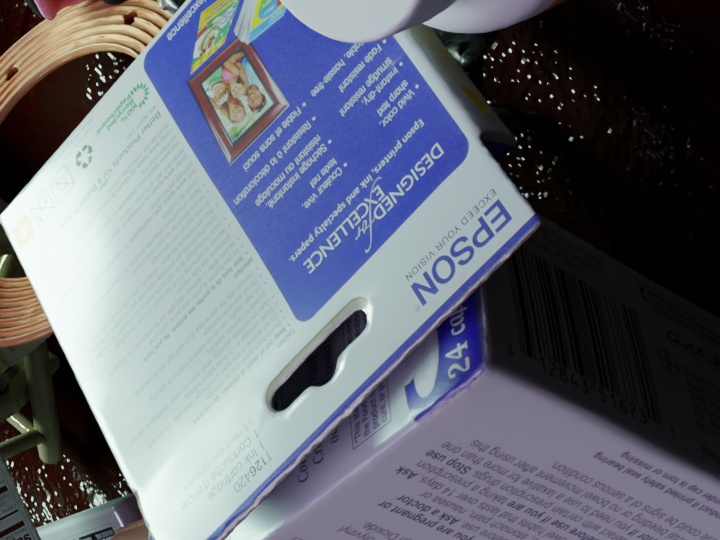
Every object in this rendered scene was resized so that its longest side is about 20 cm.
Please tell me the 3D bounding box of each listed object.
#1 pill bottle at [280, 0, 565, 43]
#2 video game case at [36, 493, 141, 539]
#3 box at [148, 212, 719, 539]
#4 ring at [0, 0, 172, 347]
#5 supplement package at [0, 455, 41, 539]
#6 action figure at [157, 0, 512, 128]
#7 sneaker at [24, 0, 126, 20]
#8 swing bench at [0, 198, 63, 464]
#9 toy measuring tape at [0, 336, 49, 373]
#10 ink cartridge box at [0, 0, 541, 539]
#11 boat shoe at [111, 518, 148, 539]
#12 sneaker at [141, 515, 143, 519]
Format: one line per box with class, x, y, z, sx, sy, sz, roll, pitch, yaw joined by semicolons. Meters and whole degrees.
pill bottle;0.056;-0.148;0.708;0.111;0.200;0.111;23;127;35
video game case;-0.138;0.232;1.229;0.200;0.022;0.182;-26;93;57
box;0.043;0.084;0.819;0.200;0.184;0.105;-40;39;31
ring;-0.147;-0.052;1.009;0.200;0.201;0.019;8;159;42
supplement package;-0.296;0.103;1.036;0.191;0.147;0.200;-24;92;54
action figure;-0.032;-0.108;0.896;0.200;0.102;0.119;33;143;26
sneaker;-0.126;-0.179;0.976;0.200;0.079;0.095;-22;100;56
swing bench;-0.270;0.005;1.179;0.199;0.130;0.200;35;128;27
toy measuring tape;-0.129;-0.014;1.055;0.200;0.074;0.074;-38;83;37
ink cartridge box;-0.036;-0.015;0.773;0.198;0.047;0.200;-45;55;19
boat shoe;-0.033;0.111;0.990;0.200;0.071;0.065;-15;67;10
sneaker;-0.097;0.092;1.106;0.085;0.077;0.200;26;122;47
